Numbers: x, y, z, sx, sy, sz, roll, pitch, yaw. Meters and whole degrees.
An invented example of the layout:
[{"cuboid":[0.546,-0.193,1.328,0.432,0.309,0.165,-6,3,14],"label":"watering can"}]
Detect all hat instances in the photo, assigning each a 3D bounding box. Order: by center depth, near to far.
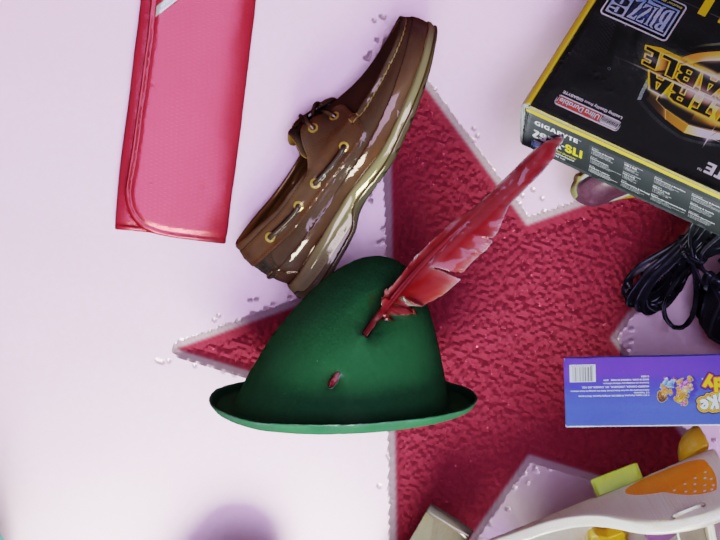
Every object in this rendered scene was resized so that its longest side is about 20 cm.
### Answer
[{"cuboid":[0.000,0.000,1.531,0.199,0.165,0.177,-6,102,-33],"label":"hat"}]

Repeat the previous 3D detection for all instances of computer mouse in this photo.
[{"cuboid":[0.288,0.021,1.597,0.200,0.053,0.139,35,131,-11],"label":"computer mouse"}]

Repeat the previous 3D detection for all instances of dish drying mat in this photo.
[{"cuboid":[-0.114,-0.121,1.586,0.076,0.018,0.201,7,95,-5],"label":"dish drying mat"}]

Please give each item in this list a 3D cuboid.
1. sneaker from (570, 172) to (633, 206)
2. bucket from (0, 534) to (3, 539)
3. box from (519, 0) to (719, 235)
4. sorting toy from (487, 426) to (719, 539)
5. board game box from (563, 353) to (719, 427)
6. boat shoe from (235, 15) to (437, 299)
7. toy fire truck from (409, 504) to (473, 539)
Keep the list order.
[{"cuboid":[0.241,-0.063,1.588,0.199,0.075,0.091,-19,92,-1],"label":"sneaker"},{"cuboid":[-0.323,0.209,1.548,0.206,0.135,0.208,0,96,-3],"label":"bucket"},{"cuboid":[0.225,-0.110,1.531,0.199,0.049,0.160,26,62,15],"label":"box"},{"cuboid":[0.159,0.195,1.577,0.179,0.107,0.200,-15,138,3],"label":"sorting toy"},{"cuboid":[0.244,0.075,1.535,0.199,0.134,0.045,-2,87,22],"label":"board game box"},{"cuboid":[-0.014,-0.081,1.571,0.067,0.072,0.201,28,96,-8],"label":"boat shoe"},{"cuboid":[-0.031,0.232,1.591,0.176,0.129,0.200,37,73,-12],"label":"toy fire truck"}]
